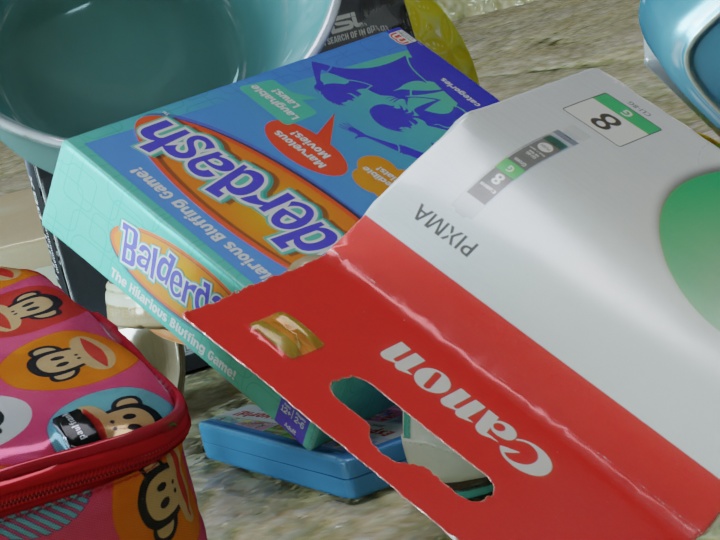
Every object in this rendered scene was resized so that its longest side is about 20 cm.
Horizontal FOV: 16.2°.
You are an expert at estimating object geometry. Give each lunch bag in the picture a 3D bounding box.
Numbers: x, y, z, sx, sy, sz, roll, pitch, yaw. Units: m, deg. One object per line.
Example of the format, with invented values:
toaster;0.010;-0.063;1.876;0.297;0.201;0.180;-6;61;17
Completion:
lunch bag;-0.155;0.070;0.814;0.176;0.082;0.200;-17;21;-20

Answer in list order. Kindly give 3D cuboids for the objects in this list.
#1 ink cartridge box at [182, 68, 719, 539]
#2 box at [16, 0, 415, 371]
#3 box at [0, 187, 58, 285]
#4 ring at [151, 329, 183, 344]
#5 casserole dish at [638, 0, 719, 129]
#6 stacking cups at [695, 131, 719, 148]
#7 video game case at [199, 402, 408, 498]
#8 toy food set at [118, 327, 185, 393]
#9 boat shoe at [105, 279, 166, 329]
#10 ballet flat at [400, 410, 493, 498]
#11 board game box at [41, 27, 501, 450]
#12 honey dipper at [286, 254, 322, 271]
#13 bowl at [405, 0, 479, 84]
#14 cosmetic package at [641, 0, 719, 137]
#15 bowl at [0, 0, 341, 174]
ink cartridge box;0.070;0.013;0.794;0.161;0.050;0.200;37;36;26
box;-0.058;-0.042;1.250;0.200;0.158;0.050;-16;9;-13
box;-0.152;0.001;1.341;0.200;0.078;0.095;-14;21;7
ring;0.000;0.000;1.134;0.200;0.019;0.200;-7;15;2
casserole dish;0.204;-0.077;1.037;0.121;0.200;0.039;-38;27;29
stacking cups;0.160;-0.021;1.102;0.060;0.061;0.200;-15;11;-3
video game case;0.052;0.043;1.001;0.200;0.018;0.143;-18;10;-23
toy food set;-0.183;0.066;1.091;0.143;0.060;0.200;-9;10;29
boat shoe;-0.039;-0.029;1.093;0.072;0.065;0.200;5;19;36
ballet flat;0.104;0.022;0.894;0.200;0.069;0.069;-17;9;-19
board game box;-0.001;-0.020;1.004;0.152;0.045;0.200;38;39;25
honey dipper;0.068;0.000;0.932;0.200;0.038;0.038;-1;5;-17
bowl;-0.041;-0.075;1.412;0.200;0.200;0.108;-10;32;27
cosmetic package;0.253;-0.128;1.153;0.200;0.123;0.199;-9;-21;27
bowl;-0.111;-0.118;1.156;0.201;0.201;0.105;-17;-22;-13
